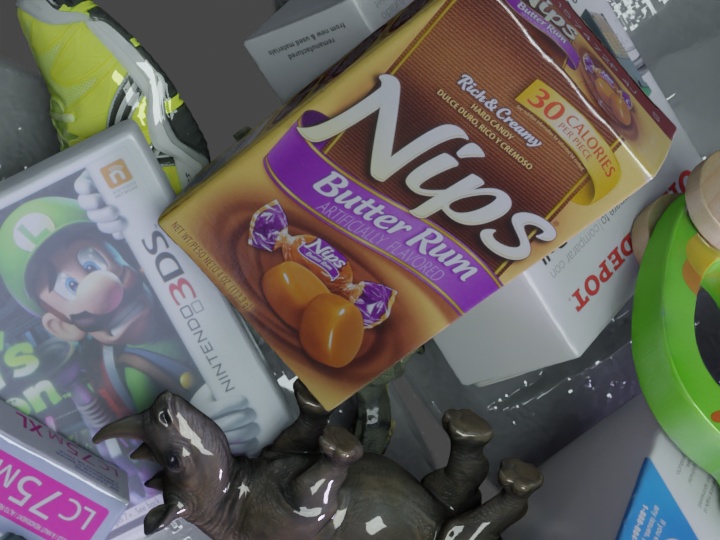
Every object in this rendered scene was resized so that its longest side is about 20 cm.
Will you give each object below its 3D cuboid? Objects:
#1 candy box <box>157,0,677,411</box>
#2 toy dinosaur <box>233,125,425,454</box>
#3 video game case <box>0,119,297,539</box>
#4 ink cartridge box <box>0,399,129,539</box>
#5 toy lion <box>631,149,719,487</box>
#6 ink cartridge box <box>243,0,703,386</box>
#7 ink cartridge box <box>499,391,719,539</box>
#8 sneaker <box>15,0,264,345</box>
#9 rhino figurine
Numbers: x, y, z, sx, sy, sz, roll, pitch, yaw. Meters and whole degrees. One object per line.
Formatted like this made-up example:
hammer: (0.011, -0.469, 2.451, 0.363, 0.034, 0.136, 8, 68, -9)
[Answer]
candy box: (0.023, -0.041, 1.243, 0.200, 0.056, 0.117, -37, 100, 29)
toy dinosaur: (0.000, 0.000, 1.365, 0.088, 0.047, 0.201, -48, 129, -44)
video game case: (-0.150, 0.052, 1.319, 0.199, 0.023, 0.182, -26, 112, 5)
ink cartridge box: (-0.208, 0.147, 1.319, 0.119, 0.042, 0.200, 31, 107, -17)
toy lion: (0.207, 0.069, 1.293, 0.200, 0.069, 0.192, 26, 56, -17)
ink cartridge box: (0.061, -0.069, 1.341, 0.146, 0.084, 0.200, -46, 109, -38)
ink cartridge box: (0.158, 0.179, 1.322, 0.200, 0.145, 0.147, 40, 41, -11)
sneaker: (-0.107, -0.040, 1.331, 0.076, 0.075, 0.200, -33, 103, -10)
rhino figurine: (-0.025, 0.099, 1.308, 0.199, 0.060, 0.088, 13, 122, -12)
